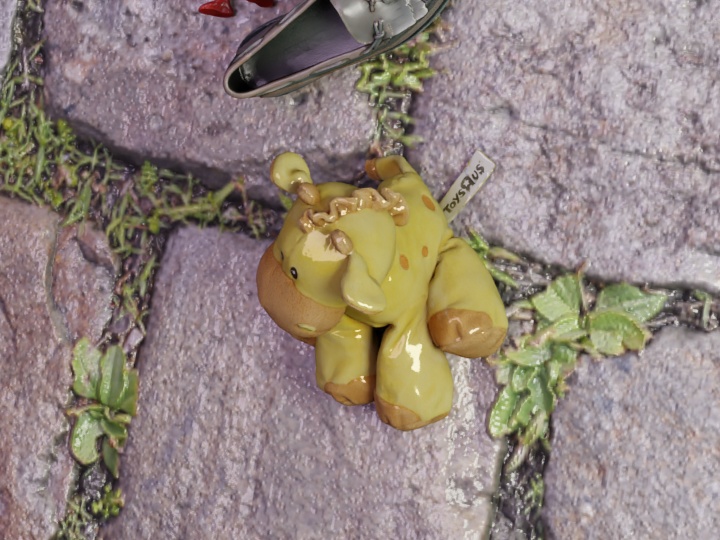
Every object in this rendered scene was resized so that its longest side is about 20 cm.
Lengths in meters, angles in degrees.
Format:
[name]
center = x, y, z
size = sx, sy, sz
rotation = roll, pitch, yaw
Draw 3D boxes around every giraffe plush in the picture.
[giraffe plush]
center = 0.000, 0.000, 1.672
size = 0.173, 0.162, 0.200
rotation = 26, 100, 31

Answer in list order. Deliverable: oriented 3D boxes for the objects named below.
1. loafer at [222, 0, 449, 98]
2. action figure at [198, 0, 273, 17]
[loafer]
center = -0.013, -0.173, 1.747
size = 0.200, 0.063, 0.072
rotation = -30, 97, 28
[action figure]
center = -0.114, -0.295, 1.811
size = 0.065, 0.099, 0.200
rotation = -11, 78, 29
